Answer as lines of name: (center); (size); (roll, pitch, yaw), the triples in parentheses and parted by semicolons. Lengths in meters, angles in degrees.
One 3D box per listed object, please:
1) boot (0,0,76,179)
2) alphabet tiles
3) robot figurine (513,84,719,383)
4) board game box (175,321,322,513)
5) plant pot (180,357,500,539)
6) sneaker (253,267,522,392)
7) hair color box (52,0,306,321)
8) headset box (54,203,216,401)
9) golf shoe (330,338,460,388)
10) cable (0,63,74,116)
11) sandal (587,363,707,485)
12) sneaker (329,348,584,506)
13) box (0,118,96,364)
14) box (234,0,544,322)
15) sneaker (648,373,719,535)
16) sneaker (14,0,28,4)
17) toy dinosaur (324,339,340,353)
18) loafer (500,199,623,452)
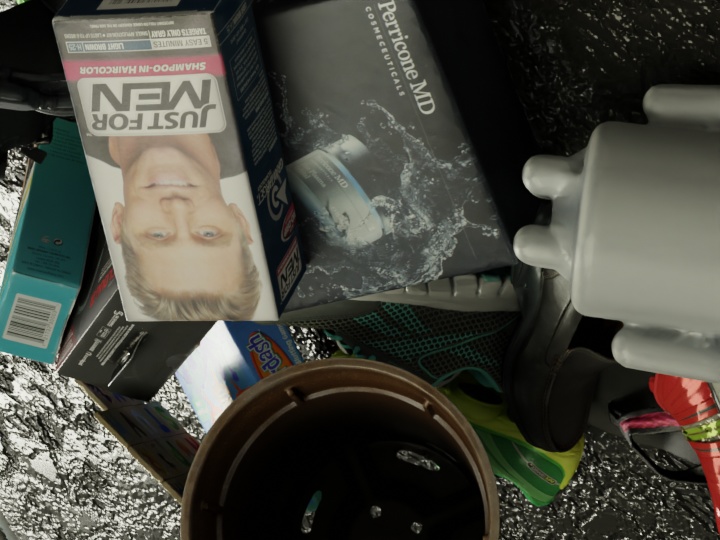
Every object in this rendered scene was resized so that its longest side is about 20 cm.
boot: (-0.219, -0.166, 1.524); (0.073, 0.162, 0.199); (44, 155, 40)
alphabet tiles: (-0.120, 0.144, 1.639); (0.200, 0.006, 0.166); (44, -174, 8)
robot figurine: (0.189, -0.024, 1.313); (0.199, 0.113, 0.170); (8, 94, 7)
board game box: (-0.083, 0.087, 1.704); (0.200, 0.045, 0.152); (62, 156, 1)
plant pot: (0.003, 0.171, 1.498); (0.200, 0.201, 0.198); (31, 175, 15)
sneaker: (0.023, 0.042, 1.499); (0.078, 0.199, 0.091); (-150, 63, -74)
hair color box: (-0.102, -0.069, 1.327); (0.100, 0.061, 0.200); (-1, 121, 18)
headset box: (-0.141, -0.016, 1.580); (0.077, 0.200, 0.149); (19, 149, -15)
golf shoe: (0.000, 0.000, 1.563); (0.200, 0.095, 0.078); (43, 146, 0)
cable: (-0.203, -0.181, 1.460); (0.051, 0.199, 0.164); (-152, 69, -71)
sandal: (0.219, 0.112, 1.515); (0.200, 0.045, 0.075); (22, 141, 26)
sneaker: (0.059, 0.108, 1.625); (0.200, 0.074, 0.084); (25, 116, 22)
box: (-0.217, -0.036, 1.629); (0.049, 0.200, 0.082); (15, 133, -11)
box: (-0.015, -0.094, 1.393); (0.200, 0.118, 0.197); (-12, 118, 23)
sneaker: (0.225, 0.086, 1.453); (0.085, 0.077, 0.201); (5, 114, 44)
sneaker: (-0.252, -0.261, 1.537); (0.084, 0.077, 0.200); (19, 139, 22)
toy dinosaur: (0.004, 0.099, 1.715); (0.200, 0.058, 0.101); (9, 149, 48)
loafer: (0.138, 0.045, 1.479); (0.072, 0.073, 0.200); (28, 139, 32)
